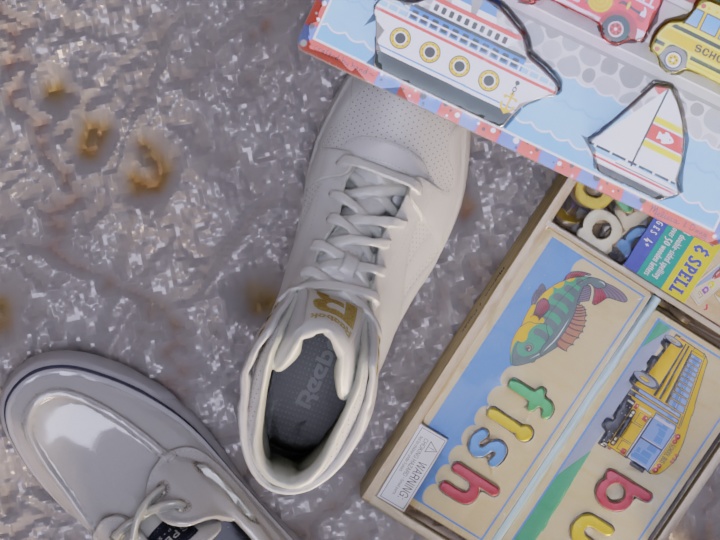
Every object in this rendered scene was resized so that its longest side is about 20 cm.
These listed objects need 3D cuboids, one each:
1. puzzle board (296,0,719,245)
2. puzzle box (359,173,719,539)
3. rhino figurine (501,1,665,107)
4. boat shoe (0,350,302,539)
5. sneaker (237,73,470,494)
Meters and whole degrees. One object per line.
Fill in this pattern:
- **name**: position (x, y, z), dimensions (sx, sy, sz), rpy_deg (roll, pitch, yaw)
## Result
- **puzzle board**: position (0.092, -0.119, 1.043), dimensions (0.199, 0.017, 0.151), rpy_deg (25, 101, 2)
- **puzzle box**: position (0.106, 0.053, 1.136), dimensions (0.133, 0.025, 0.201), rpy_deg (31, 100, -8)
- **rhino figurine**: position (0.106, -0.154, 1.073), dimensions (0.087, 0.060, 0.202), rpy_deg (4, 101, 2)
- **boat shoe**: position (-0.083, 0.117, 1.126), dimensions (0.072, 0.066, 0.200), rpy_deg (-41, 100, 8)
- **sneaker**: position (0.000, 0.000, 1.077), dimensions (0.073, 0.116, 0.201), rpy_deg (17, 100, -3)
